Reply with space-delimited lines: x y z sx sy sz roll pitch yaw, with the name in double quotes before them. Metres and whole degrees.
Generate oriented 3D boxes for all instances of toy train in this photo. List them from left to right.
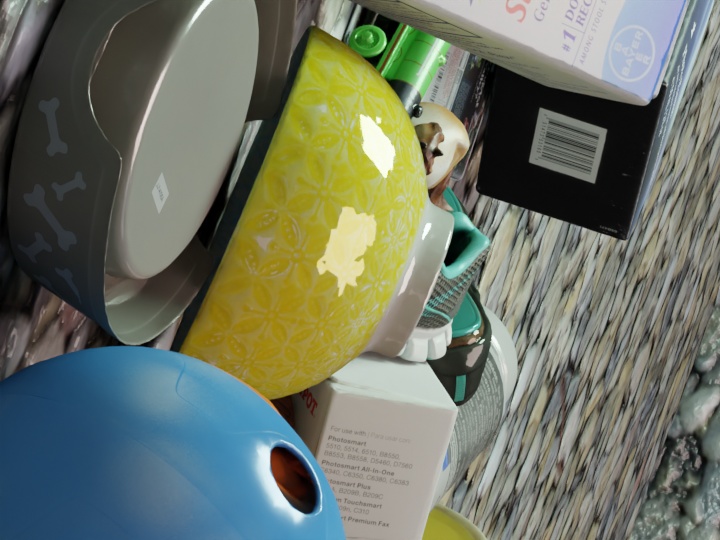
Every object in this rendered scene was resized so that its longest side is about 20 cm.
"toy train" 0.040 -0.160 1.720 0.042 0.056 0.201 85 28 -59

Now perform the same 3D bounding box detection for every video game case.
"video game case" 0.070 -0.162 1.899 0.182 0.023 0.201 13 96 -75

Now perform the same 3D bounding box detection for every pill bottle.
"pill bottle" 0.028 0.090 1.892 0.200 0.113 0.114 -40 147 -62

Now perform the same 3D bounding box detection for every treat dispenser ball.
"treat dispenser ball" -0.104 0.134 1.274 0.201 0.200 0.202 20 90 -76

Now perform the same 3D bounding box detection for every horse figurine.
"horse figurine" 0.024 -0.054 1.751 0.133 0.050 0.200 -54 172 22

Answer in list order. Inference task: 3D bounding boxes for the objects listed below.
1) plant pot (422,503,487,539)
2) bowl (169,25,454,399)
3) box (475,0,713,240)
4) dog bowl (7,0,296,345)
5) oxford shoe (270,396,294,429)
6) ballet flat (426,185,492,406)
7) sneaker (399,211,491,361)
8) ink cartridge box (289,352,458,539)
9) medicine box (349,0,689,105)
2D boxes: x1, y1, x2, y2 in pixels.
"plant pot" 0.014 0.257 1.905 0.201 0.200 0.190 -50 151 -53
"bowl" -0.016 -0.013 1.483 0.200 0.107 0.201 -158 -90 -84
"box" 0.173 -0.166 2.019 0.200 0.123 0.199 97 12 -60
"dog bowl" -0.095 -0.070 1.328 0.200 0.058 0.201 20 90 -75
"oxford shoe" -0.096 0.128 1.619 0.074 0.071 0.200 -41 -165 43
"ballet flat" 0.042 0.017 1.834 0.200 0.068 0.069 -97 -178 -57
"sneaker" 0.000 0.000 1.644 0.200 0.078 0.091 -6 137 -54
"ink cartridge box" -0.020 0.138 1.718 0.146 0.084 0.201 -124 -132 -66
"medicine box" 0.080 -0.206 1.510 0.199 0.103 0.183 20 89 -32
